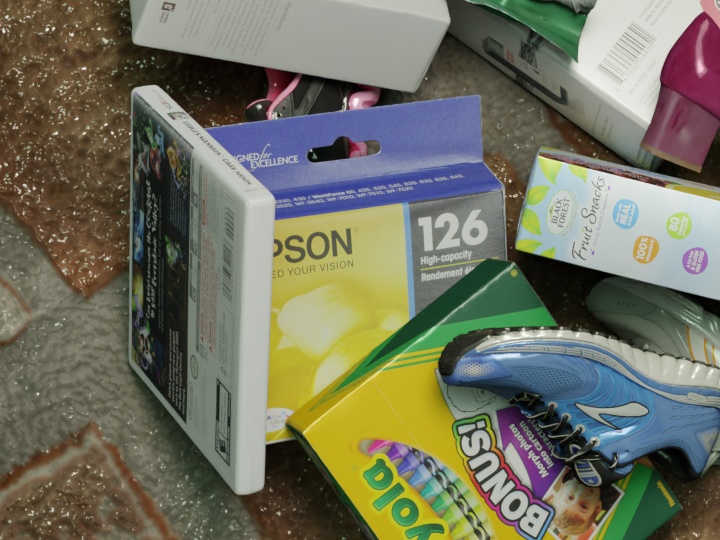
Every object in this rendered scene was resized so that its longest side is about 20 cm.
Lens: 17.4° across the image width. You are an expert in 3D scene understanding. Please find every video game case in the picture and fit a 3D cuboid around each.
[{"bbox_3d":[-0.101,0.010,1.463,0.023,0.201,0.182,-11,30,-25],"label":"video game case"}]

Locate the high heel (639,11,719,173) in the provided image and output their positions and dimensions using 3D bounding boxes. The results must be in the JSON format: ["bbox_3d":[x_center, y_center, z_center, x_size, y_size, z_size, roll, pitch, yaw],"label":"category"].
[{"bbox_3d":[0.277,-0.099,1.543,0.199,0.067,0.097,13,105,-36],"label":"high heel"}]

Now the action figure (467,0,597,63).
[{"bbox_3d":[0.061,-0.217,1.529,0.199,0.055,0.119,16,54,-4],"label":"action figure"}]

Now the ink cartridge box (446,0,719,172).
[{"bbox_3d":[0.163,-0.185,1.607,0.200,0.085,0.146,37,76,9],"label":"ink cartridge box"}]

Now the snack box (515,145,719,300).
[{"bbox_3d":[0.202,-0.025,1.514,0.199,0.169,0.068,15,96,5],"label":"snack box"}]

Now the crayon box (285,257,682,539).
[{"bbox_3d":[0.079,0.124,1.491,0.172,0.058,0.201,-38,103,-12],"label":"crayon box"}]

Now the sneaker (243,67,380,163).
[{"bbox_3d":[-0.040,-0.076,1.563,0.095,0.079,0.201,17,63,-34],"label":"sneaker"}]

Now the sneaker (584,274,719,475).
[{"bbox_3d":[0.222,0.080,1.538,0.199,0.076,0.092,33,85,13],"label":"sneaker"}]

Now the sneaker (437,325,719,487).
[{"bbox_3d":[0.138,0.085,1.436,0.199,0.078,0.090,15,82,-21],"label":"sneaker"}]

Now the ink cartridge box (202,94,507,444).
[{"bbox_3d":[0.000,0.000,1.503,0.196,0.047,0.202,-9,106,-19],"label":"ink cartridge box"}]

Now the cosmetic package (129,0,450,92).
[{"bbox_3d":[-0.050,-0.189,1.537,0.199,0.071,0.102,9,46,-20],"label":"cosmetic package"}]
